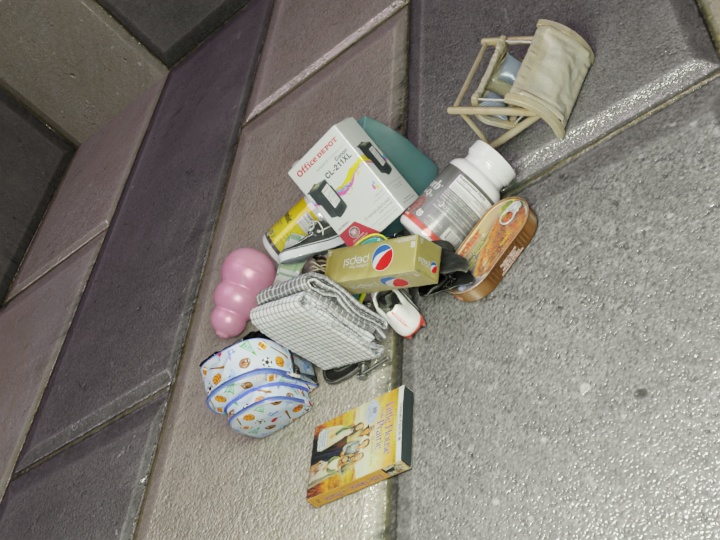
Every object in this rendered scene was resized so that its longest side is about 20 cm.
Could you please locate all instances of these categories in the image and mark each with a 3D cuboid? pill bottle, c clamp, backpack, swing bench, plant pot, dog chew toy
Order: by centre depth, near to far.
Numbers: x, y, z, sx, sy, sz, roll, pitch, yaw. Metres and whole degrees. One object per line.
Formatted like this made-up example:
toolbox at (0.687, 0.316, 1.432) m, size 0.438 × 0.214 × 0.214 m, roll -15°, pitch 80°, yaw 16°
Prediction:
pill bottle at (0.175, -0.125, 1.573) m, size 0.200 × 0.116 × 0.116 m, roll -48°, pitch 30°, yaw 1°
backpack at (-0.190, 0.206, 1.601) m, size 0.199 × 0.190 × 0.155 m, roll -37°, pitch 48°, yaw 19°
c clamp at (-0.004, 0.128, 1.616) m, size 0.170 × 0.027 × 0.201 m, roll -36°, pitch 34°, yaw 30°
swing bench at (0.300, -0.344, 1.646) m, size 0.199 × 0.130 × 0.200 m, roll -7°, pitch 50°, yaw 48°
plant pot at (0.035, -0.191, 1.746) m, size 0.141 × 0.200 × 0.142 m, roll -28°, pitch 37°, yaw 32°
pill bottle at (-0.107, -0.097, 1.911) m, size 0.200 × 0.111 × 0.112 m, roll -41°, pitch 31°, yaw 11°
dog chew toy at (-0.264, 0.054, 1.946) m, size 0.124 × 0.124 × 0.201 m, roll 3°, pitch 66°, yaw 53°

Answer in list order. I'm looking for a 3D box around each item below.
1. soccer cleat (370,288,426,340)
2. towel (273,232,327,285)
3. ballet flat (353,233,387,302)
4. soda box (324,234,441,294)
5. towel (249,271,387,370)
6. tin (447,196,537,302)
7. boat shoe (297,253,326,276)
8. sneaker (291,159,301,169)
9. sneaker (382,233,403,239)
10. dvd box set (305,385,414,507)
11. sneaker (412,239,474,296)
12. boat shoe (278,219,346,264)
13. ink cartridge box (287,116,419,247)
soccer cleat at (0.051, 0.048, 1.568) m, size 0.069 × 0.085 × 0.200 m, roll -44°, pitch 31°, yaw 8°
towel at (-0.099, 0.012, 1.782) m, size 0.148 × 0.031 × 0.201 m, roll 6°, pitch 52°, yaw 11°
ballet flat at (0.000, 0.000, 1.616) m, size 0.201 × 0.066 × 0.067 m, roll -62°, pitch 1°, yaw 33°
soda box at (0.033, -0.007, 1.461) m, size 0.199 × 0.068 × 0.065 m, roll -10°, pitch 66°, yaw 40°
towel at (-0.068, 0.084, 1.523) m, size 0.165 × 0.199 × 0.086 m, roll -20°, pitch 45°, yaw 48°
tin at (0.218, -0.035, 1.494) m, size 0.201 × 0.042 × 0.112 m, roll -52°, pitch 34°, yaw -5°
boat shoe at (-0.086, 0.013, 1.660) m, size 0.200 × 0.074 × 0.074 m, roll -120°, pitch 44°, yaw -73°
sneaker at (-0.092, -0.207, 1.814) m, size 0.079 × 0.130 × 0.199 m, roll -39°, pitch 48°, yaw -7°
sneaker at (0.069, -0.042, 1.640) m, size 0.079 × 0.090 × 0.200 m, roll -51°, pitch 27°, yaw -5°
dvd box set at (0.000, 0.283, 1.426) m, size 0.199 × 0.029 × 0.147 m, roll -30°, pitch 35°, yaw 31°
sneaker at (0.093, 0.002, 1.493) m, size 0.198 × 0.060 × 0.105 m, roll -12°, pitch 35°, yaw 17°
boat shoe at (-0.077, -0.070, 1.771) m, size 0.198 × 0.069 × 0.074 m, roll -21°, pitch -7°, yaw -12°
ink cartridge box at (-0.015, -0.156, 1.633) m, size 0.146 × 0.200 × 0.083 m, roll -41°, pitch -1°, yaw 32°
